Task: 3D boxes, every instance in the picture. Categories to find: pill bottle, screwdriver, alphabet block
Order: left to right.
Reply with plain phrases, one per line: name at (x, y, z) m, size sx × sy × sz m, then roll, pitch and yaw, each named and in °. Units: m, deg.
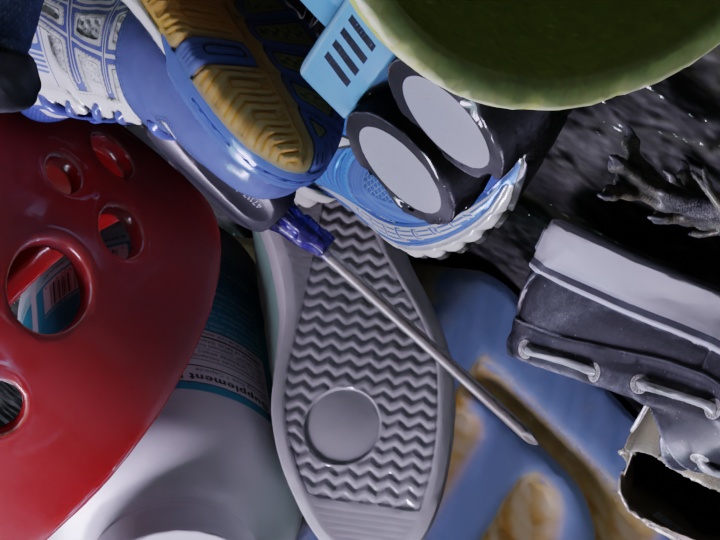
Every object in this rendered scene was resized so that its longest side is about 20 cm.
pill bottle at (-0.083, 0.070, 1.192) m, size 0.111 × 0.111 × 0.200 m, roll 44°, pitch -161°, yaw -31°
screwdriver at (0.000, 0.000, 1.086) m, size 0.200 × 0.029 × 0.028 m, roll 37°, pitch 168°, yaw -20°
alphabet block at (0.001, 0.117, 1.330) m, size 0.200 × 0.195 × 0.196 m, roll 9°, pitch 149°, yaw 53°

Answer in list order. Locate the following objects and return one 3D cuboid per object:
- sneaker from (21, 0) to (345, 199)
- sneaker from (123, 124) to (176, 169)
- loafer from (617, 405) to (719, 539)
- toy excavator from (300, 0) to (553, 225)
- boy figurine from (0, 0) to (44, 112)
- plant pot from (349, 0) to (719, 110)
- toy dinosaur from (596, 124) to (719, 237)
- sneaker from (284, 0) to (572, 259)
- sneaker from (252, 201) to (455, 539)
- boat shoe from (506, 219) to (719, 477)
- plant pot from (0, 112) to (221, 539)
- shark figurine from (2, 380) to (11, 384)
sneaker at (-0.079, -0.076, 1.030) m, size 0.075 × 0.088 × 0.200 m, roll 11°, pitch -150°, yaw -45°
sneaker at (-0.157, -0.066, 1.243) m, size 0.200 × 0.078 × 0.099 m, roll 13°, pitch 134°, yaw 34°
loafer at (0.140, 0.083, 1.203) m, size 0.076 × 0.068 × 0.200 m, roll 28°, pitch 161°, yaw 16°
toy excavator at (-0.007, -0.118, 0.927) m, size 0.200 × 0.100 × 0.194 m, roll 47°, pitch 163°, yaw 0°
boy figurine at (-0.121, -0.152, 0.902) m, size 0.124 × 0.200 × 0.064 m, roll 5°, pitch -163°, yaw -10°
plant pot at (0.008, -0.163, 0.638) m, size 0.184 × 0.200 × 0.200 m, roll 34°, pitch 167°, yaw 39°
toy dinosaur at (0.135, -0.020, 0.989) m, size 0.088 × 0.048 × 0.200 m, roll 17°, pitch 160°, yaw 24°
sneaker at (-0.004, -0.062, 1.057) m, size 0.089 × 0.079 × 0.200 m, roll 42°, pitch 160°, yaw -33°
sneaker at (0.002, 0.036, 1.178) m, size 0.074 × 0.201 × 0.118 m, roll -12°, pitch 156°, yaw 4°
boat shoe at (0.137, 0.046, 1.074) m, size 0.200 × 0.068 × 0.072 m, roll 26°, pitch -174°, yaw 32°
plant pot at (-0.182, -0.002, 1.106) m, size 0.182 × 0.201 × 0.200 m, roll 40°, pitch 161°, yaw -29°
shark figurine at (-0.157, -0.046, 1.324) m, size 0.089 × 0.215 × 0.128 m, roll 0°, pitch 137°, yaw -20°
